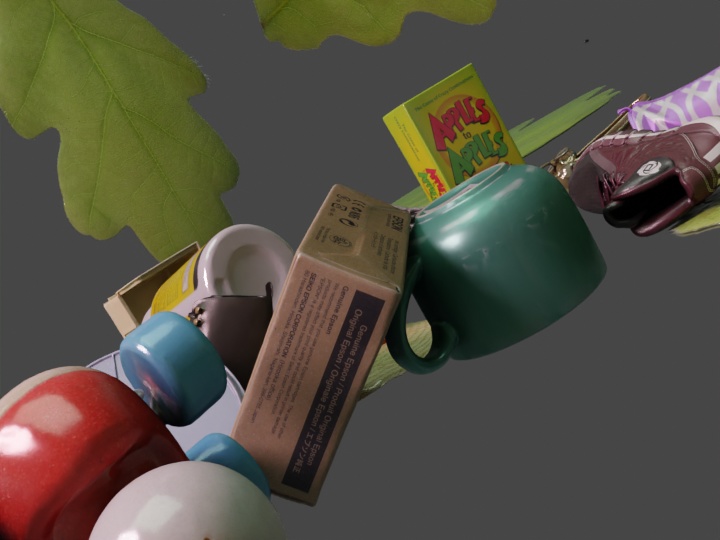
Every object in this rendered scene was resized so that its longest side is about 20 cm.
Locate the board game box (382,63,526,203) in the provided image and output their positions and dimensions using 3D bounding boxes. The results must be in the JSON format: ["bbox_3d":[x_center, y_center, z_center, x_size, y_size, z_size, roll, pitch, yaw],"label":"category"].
[{"bbox_3d":[0.118,-0.098,0.895,0.101,0.202,0.047,-33,7,-25],"label":"board game box"}]

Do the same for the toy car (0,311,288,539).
[{"bbox_3d":[-0.092,0.148,0.418,0.198,0.179,0.184,16,43,41],"label":"toy car"}]

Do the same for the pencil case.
[{"bbox_3d":[0.357,-0.167,0.827,0.198,0.086,0.084,-30,8,21],"label":"pencil case"}]

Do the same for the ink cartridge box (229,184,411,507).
[{"bbox_3d":[-0.025,0.043,0.632,0.200,0.074,0.167,-75,5,-71],"label":"ink cartridge box"}]

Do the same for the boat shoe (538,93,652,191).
[{"bbox_3d":[0.283,-0.141,1.065,0.198,0.063,0.073,-31,7,1],"label":"boat shoe"}]

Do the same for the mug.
[{"bbox_3d":[0.102,-0.010,0.693,0.151,0.115,0.185,-27,8,33],"label":"mug"}]

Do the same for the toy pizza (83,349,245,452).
[{"bbox_3d":[-0.173,0.148,0.661,0.199,0.201,0.032,-32,-35,-9],"label":"toy pizza"}]

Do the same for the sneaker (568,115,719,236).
[{"bbox_3d":[0.230,-0.072,0.757,0.115,0.076,0.199,-38,9,-26],"label":"sneaker"}]

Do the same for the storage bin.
[{"bbox_3d":[-0.302,0.086,1.452,0.093,0.202,0.199,-28,7,27],"label":"storage bin"}]

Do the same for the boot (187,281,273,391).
[{"bbox_3d":[-0.162,0.089,0.747,0.197,0.141,0.077,-6,3,-21],"label":"boot"}]

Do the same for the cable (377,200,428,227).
[{"bbox_3d":[0.061,-0.049,0.840,0.050,0.197,0.099,14,-85,-74],"label":"cable"}]

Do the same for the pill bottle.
[{"bbox_3d":[-0.149,0.041,0.886,0.114,0.115,0.199,-36,3,-40],"label":"pill bottle"}]

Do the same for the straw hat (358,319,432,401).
[{"bbox_3d":[-0.012,0.059,0.823,0.199,0.086,0.201,-31,7,4],"label":"straw hat"}]
